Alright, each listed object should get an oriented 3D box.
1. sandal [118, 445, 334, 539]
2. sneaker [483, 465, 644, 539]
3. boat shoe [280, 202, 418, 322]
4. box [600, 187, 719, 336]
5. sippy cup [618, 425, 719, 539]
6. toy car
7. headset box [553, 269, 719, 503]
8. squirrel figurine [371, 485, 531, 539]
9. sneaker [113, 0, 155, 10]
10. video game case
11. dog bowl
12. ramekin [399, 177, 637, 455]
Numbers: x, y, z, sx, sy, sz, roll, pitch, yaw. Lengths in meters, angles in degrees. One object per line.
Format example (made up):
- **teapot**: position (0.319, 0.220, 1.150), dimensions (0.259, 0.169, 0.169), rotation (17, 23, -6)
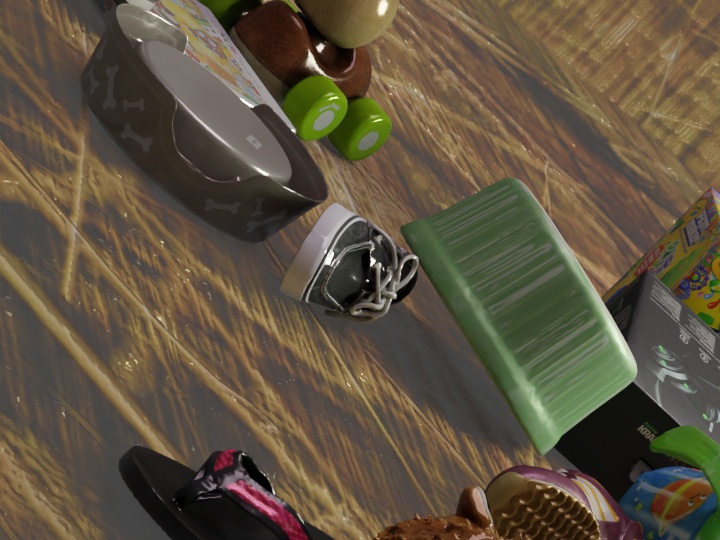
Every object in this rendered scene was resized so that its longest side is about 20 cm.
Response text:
- **sandal**: position (-0.051, 0.124, 1.282), dimensions (0.200, 0.045, 0.075), rotation (29, 20, -47)
- **sneaker**: position (0.125, 0.165, 1.631), dimensions (0.200, 0.075, 0.090), rotation (43, 12, -47)
- **boat shoe**: position (-0.001, 0.002, 1.749), dimensions (0.068, 0.074, 0.199), rotation (31, 2, 11)
- **box**: position (0.292, 0.054, 2.191), dimensions (0.122, 0.193, 0.200), rotation (42, 13, -7)
- **sippy cup**: position (0.244, 0.199, 1.732), dimensions (0.139, 0.178, 0.130), rotation (9, 8, -33)
- **toy car**: position (-0.009, -0.228, 2.156), dimensions (0.164, 0.200, 0.158), rotation (51, 15, 27)
- **headset box**: position (0.250, 0.123, 1.997), dimensions (0.174, 0.093, 0.200), rotation (42, 27, -9)
- **squirrel figurine**: position (0.074, 0.177, 1.247), dimensions (0.187, 0.141, 0.200), rotation (45, -7, 41)
- **sneaker**: position (-0.146, -0.263, 1.931), dimensions (0.084, 0.121, 0.200), rotation (43, 13, -6)
- **video game case**: position (-0.155, -0.196, 2.016), dimensions (0.200, 0.023, 0.182), rotation (29, 20, -47)
- **dog bowl**: position (-0.114, -0.099, 1.760), dimensions (0.200, 0.059, 0.200), rotation (41, 14, -13)
- **ramekin**: position (0.121, 0.028, 1.852), dimensions (0.200, 0.098, 0.200), rotation (58, 1, -2)
